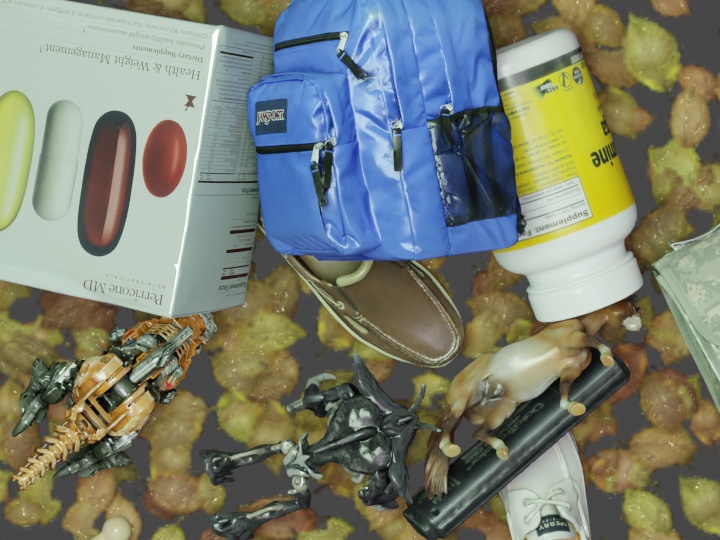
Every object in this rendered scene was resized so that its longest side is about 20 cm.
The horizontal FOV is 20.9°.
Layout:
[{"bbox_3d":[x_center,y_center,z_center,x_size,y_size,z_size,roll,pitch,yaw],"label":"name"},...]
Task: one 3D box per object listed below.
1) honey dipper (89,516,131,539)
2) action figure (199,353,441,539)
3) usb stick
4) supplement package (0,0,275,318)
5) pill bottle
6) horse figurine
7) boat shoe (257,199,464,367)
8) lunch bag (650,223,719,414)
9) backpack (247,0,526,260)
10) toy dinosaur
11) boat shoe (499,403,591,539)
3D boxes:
[{"bbox_3d":[-0.260,0.251,1.500,0.200,0.038,0.038,-32,97,-3],"label":"honey dipper"},{"bbox_3d":[-0.021,0.134,1.463,0.200,0.102,0.119,-23,85,21],"label":"action figure"},{"bbox_3d":[0.117,0.128,1.456,0.200,0.055,0.033,-39,113,-10],"label":"usb stick"},{"bbox_3d":[-0.176,-0.085,1.387,0.191,0.147,0.200,11,96,16],"label":"supplement package"},{"bbox_3d":[0.137,-0.069,1.447,0.112,0.112,0.200,-20,97,-1],"label":"pill bottle"},{"bbox_3d":[0.119,0.085,1.427,0.200,0.133,0.050,-33,108,12],"label":"horse figurine"},{"bbox_3d":[-0.004,0.005,1.465,0.202,0.075,0.075,38,93,-6],"label":"boat shoe"},{"bbox_3d":[0.331,0.040,1.469,0.164,0.118,0.200,-28,91,0],"label":"lunch bag"},{"bbox_3d":[0.013,-0.107,1.343,0.168,0.162,0.200,-8,95,-36],"label":"backpack"},{"bbox_3d":[-0.188,0.088,1.430,0.200,0.136,0.102,-17,79,-42],"label":"toy dinosaur"},{"bbox_3d":[0.143,0.189,1.494,0.071,0.070,0.200,-10,93,-3],"label":"boat shoe"}]
